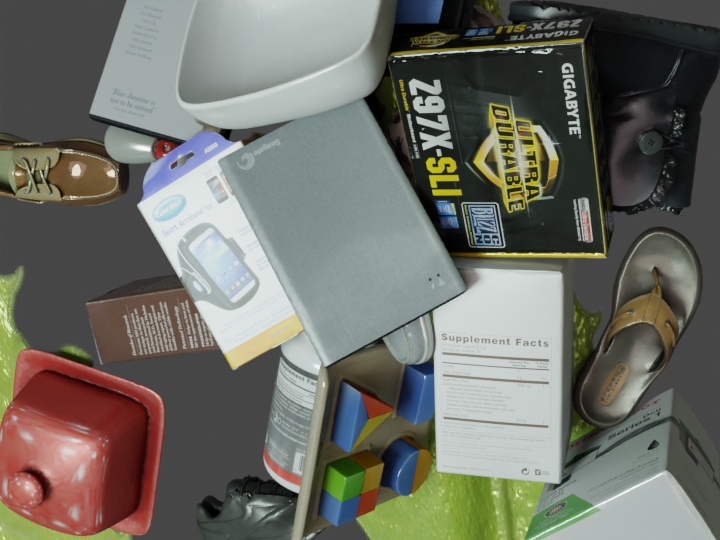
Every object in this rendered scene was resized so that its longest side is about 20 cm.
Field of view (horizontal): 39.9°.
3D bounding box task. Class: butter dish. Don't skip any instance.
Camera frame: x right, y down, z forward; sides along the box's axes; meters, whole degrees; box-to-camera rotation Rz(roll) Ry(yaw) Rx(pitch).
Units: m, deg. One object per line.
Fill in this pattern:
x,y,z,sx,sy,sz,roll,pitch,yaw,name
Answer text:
-0.338,0.217,1.114,0.198,0.148,0.202,16,110,12,butter dish

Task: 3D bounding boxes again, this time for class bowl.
-0.053,-0.208,0.852,0.198,0.201,0.075,-9,146,26,bowl

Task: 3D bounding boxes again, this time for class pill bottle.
-0.029,0.116,1.002,0.115,0.116,0.202,15,110,13,pill bottle

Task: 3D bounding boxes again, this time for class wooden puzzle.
0.022,0.158,0.952,0.046,0.199,0.187,24,114,35,wooden puzzle

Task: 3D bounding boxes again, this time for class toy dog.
-0.146,-0.102,0.991,0.200,0.096,0.132,40,90,14,toy dog

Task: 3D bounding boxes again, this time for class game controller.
0.062,-0.266,0.860,0.104,0.042,0.202,14,92,36,game controller

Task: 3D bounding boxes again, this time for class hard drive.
-0.016,-0.038,0.853,0.139,0.033,0.201,-28,83,-5,hard drive

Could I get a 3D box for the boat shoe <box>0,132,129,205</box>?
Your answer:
-0.346,-0.102,1.059,0.198,0.074,0.076,5,108,16,boat shoe

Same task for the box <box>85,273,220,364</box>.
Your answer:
-0.170,0.042,1.031,0.198,0.100,0.076,-6,101,20,box

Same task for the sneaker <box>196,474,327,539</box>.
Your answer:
-0.104,0.266,1.097,0.199,0.076,0.091,-25,90,20,sneaker

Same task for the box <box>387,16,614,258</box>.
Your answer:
0.121,-0.103,0.826,0.158,0.049,0.201,3,129,24,box

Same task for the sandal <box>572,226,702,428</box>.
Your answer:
0.255,0.059,0.920,0.081,0.055,0.201,27,102,7,sandal

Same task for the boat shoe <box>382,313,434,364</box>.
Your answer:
0.000,-0.001,0.900,0.203,0.064,0.074,64,156,-1,boat shoe

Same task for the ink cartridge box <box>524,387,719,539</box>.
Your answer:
0.241,0.203,0.897,0.146,0.200,0.085,-34,91,23,ink cartridge box

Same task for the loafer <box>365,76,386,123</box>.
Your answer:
-0.015,-0.142,0.941,0.068,0.076,0.202,20,111,17,loafer

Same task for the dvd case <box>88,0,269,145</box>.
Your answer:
-0.167,-0.223,0.953,0.142,0.018,0.202,16,85,13,dvd case

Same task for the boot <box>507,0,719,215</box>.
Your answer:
0.209,-0.135,0.848,0.198,0.076,0.170,6,108,-12,boot

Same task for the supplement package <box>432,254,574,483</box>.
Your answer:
0.137,0.078,0.934,0.119,0.121,0.202,3,106,17,supplement package

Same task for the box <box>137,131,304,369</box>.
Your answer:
-0.114,-0.025,0.911,0.118,0.041,0.201,-28,93,13,box

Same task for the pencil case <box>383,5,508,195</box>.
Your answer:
0.078,-0.137,0.911,0.089,0.078,0.201,45,115,23,pencil case
